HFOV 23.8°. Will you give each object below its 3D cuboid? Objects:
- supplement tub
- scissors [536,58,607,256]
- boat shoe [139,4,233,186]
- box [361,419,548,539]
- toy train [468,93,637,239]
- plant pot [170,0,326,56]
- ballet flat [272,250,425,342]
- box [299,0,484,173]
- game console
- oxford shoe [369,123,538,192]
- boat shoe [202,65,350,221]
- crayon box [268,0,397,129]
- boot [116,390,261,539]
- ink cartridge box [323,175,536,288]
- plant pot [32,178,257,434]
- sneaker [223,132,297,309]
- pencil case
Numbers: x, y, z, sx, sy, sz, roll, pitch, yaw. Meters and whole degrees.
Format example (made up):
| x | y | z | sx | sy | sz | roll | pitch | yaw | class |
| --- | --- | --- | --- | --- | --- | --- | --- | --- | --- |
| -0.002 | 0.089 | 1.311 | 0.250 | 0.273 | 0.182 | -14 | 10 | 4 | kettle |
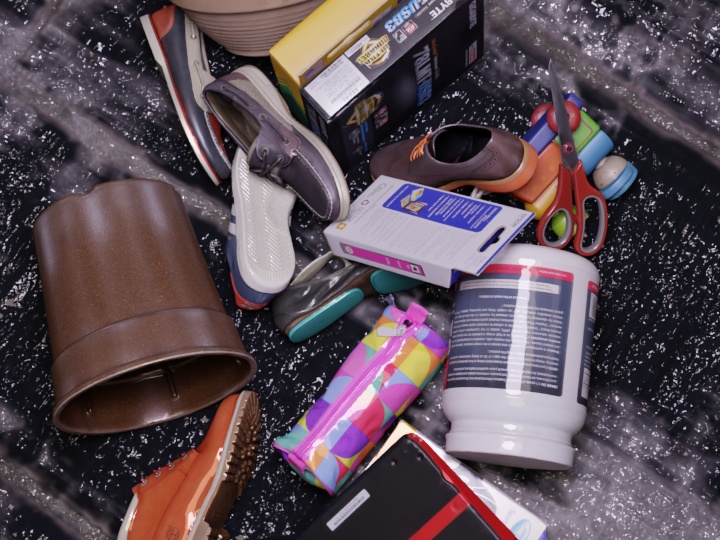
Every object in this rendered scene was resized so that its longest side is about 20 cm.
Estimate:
| x | y | z | sx | sy | sz | roll | pitch | yaw | class |
| --- | --- | --- | --- | --- | --- | --- | --- | --- | --- |
| 0.153 | 0.084 | 1.642 | 0.140 | 0.140 | 0.200 | 7 | 79 | 4 | supplement tub |
| 0.209 | -0.109 | 1.665 | 0.073 | 0.014 | 0.200 | -3 | 108 | -11 | scissors |
| -0.165 | -0.184 | 1.746 | 0.062 | 0.071 | 0.200 | -21 | 75 | -4 | boat shoe |
| 0.087 | 0.251 | 1.665 | 0.200 | 0.041 | 0.119 | 36 | 83 | 6 | box |
| 0.176 | -0.070 | 1.709 | 0.116 | 0.085 | 0.200 | 42 | 87 | -7 | toy train |
| -0.095 | -0.277 | 1.725 | 0.201 | 0.201 | 0.093 | -9 | 118 | 1 | plant pot |
| 0.000 | 0.000 | 1.705 | 0.200 | 0.068 | 0.068 | -24 | 66 | -2 | ballet flat |
| 0.035 | -0.195 | 1.671 | 0.198 | 0.200 | 0.050 | -39 | 79 | -6 | box |
| 0.040 | 0.279 | 1.629 | 0.200 | 0.031 | 0.177 | -45 | 82 | 16 | game console |
| 0.077 | -0.117 | 1.675 | 0.200 | 0.073 | 0.071 | -3 | 63 | 43 | oxford shoe |
| -0.085 | -0.119 | 1.677 | 0.065 | 0.072 | 0.200 | -23 | 65 | -31 | boat shoe |
| -0.022 | -0.216 | 1.677 | 0.126 | 0.200 | 0.052 | -41 | 80 | -6 | crayon box |
| -0.167 | 0.202 | 1.671 | 0.107 | 0.075 | 0.200 | 16 | 72 | 21 | boot |
| 0.067 | -0.035 | 1.630 | 0.200 | 0.037 | 0.095 | 15 | 49 | 43 | ink cartridge box |
| -0.222 | 0.031 | 1.653 | 0.200 | 0.200 | 0.198 | -18 | 70 | -1 | plant pot |
| -0.105 | -0.051 | 1.719 | 0.075 | 0.085 | 0.200 | 14 | 55 | -15 | sneaker |
| 0.003 | 0.122 | 1.671 | 0.088 | 0.088 | 0.200 | 37 | 84 | 9 | pencil case |
